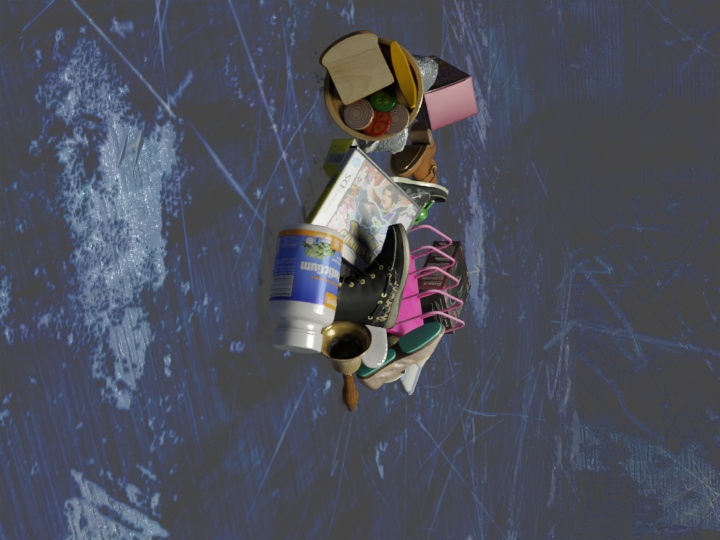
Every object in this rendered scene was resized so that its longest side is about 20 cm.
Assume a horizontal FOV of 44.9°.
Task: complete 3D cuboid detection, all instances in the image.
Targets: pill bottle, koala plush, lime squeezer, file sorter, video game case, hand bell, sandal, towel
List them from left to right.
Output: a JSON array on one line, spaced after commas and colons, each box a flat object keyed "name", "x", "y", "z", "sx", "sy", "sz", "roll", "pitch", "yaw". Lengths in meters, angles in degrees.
[{"name": "pill bottle", "x": -0.093, "y": 0.032, "z": 1.439, "sx": 0.112, "sy": 0.112, "sz": 0.201, "roll": 31, "pitch": 62, "yaw": -62}, {"name": "hand bell", "x": -0.025, "y": 0.198, "z": 1.658, "sx": 0.104, "sy": 0.104, "sz": 0.200, "roll": -63, "pitch": 158, "yaw": -43}, {"name": "video game case", "x": 0.007, "y": -0.097, "z": 1.599, "sx": 0.200, "sy": 0.025, "sz": 0.181, "roll": 40, "pitch": 73, "yaw": -34}, {"name": "sandal", "x": 0.009, "y": 0.091, "z": 1.713, "sx": 0.059, "sy": 0.079, "sz": 0.208, "roll": 138, "pitch": -47, "yaw": -68}, {"name": "koala plush", "x": 0.049, "y": -0.322, "z": 1.689, "sx": 0.177, "sy": 0.183, "sz": 0.201, "roll": -13, "pitch": 114, "yaw": -64}, {"name": "towel", "x": 0.099, "y": 0.170, "z": 1.969, "sx": 0.200, "sy": 0.024, "sz": 0.147, "roll": 62, "pitch": 40, "yaw": -44}, {"name": "lime squeezer", "x": 0.120, "y": -0.137, "z": 1.962, "sx": 0.200, "sy": 0.038, "sz": 0.071, "roll": -21, "pitch": 109, "yaw": -42}, {"name": "file sorter", "x": 0.125, "y": 0.027, "z": 1.783, "sx": 0.139, "sy": 0.125, "sz": 0.201, "roll": 24, "pitch": 52, "yaw": -51}]

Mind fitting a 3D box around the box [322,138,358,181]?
[{"name": "box", "x": -0.006, "y": -0.165, "z": 1.690, "sx": 0.200, "sy": 0.050, "sz": 0.076, "roll": 56, "pitch": 45, "yaw": -53}]

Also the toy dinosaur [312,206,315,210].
[{"name": "toy dinosaur", "x": -0.002, "y": -0.098, "z": 1.634, "sx": 0.200, "sy": 0.060, "sz": 0.107, "roll": -8, "pitch": 121, "yaw": -45}]

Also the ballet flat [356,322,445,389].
[{"name": "ballet flat", "x": 0.086, "y": 0.171, "z": 1.718, "sx": 0.067, "sy": 0.200, "sz": 0.068, "roll": 57, "pitch": 7, "yaw": -34}]

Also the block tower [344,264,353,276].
[{"name": "block tower", "x": 0.000, "y": 0.000, "z": 1.675, "sx": 0.054, "sy": 0.058, "sz": 0.201, "roll": 131, "pitch": -31, "yaw": -67}]

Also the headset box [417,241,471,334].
[{"name": "headset box", "x": 0.200, "y": 0.047, "z": 2.118, "sx": 0.200, "sy": 0.077, "sz": 0.149, "roll": -64, "pitch": 146, "yaw": -45}]

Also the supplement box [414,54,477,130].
[{"name": "supplement box", "x": 0.151, "y": -0.377, "z": 1.834, "sx": 0.200, "sy": 0.110, "sz": 0.086, "roll": -126, "pitch": -162, "yaw": -57}]

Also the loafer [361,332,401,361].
[{"name": "loafer", "x": 0.054, "y": 0.149, "z": 1.816, "sx": 0.200, "sy": 0.076, "sz": 0.068, "roll": -29, "pitch": 118, "yaw": -51}]

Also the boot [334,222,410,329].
[{"name": "boot", "x": 0.001, "y": 0.012, "z": 1.558, "sx": 0.074, "sy": 0.153, "sz": 0.204, "roll": -120, "pitch": -145, "yaw": -61}]

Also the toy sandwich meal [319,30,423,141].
[{"name": "toy sandwich meal", "x": 0.018, "y": -0.335, "z": 1.577, "sx": 0.070, "sy": 0.204, "sz": 0.206, "roll": -49, "pitch": 136, "yaw": -77}]

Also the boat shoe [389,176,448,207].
[{"name": "boat shoe", "x": 0.112, "y": -0.159, "z": 1.886, "sx": 0.200, "sy": 0.072, "sz": 0.068, "roll": 3, "pitch": 84, "yaw": -43}]

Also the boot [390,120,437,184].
[{"name": "boot", "x": 0.126, "y": -0.224, "z": 1.970, "sx": 0.200, "sy": 0.076, "sz": 0.156, "roll": -71, "pitch": 155, "yaw": -48}]
